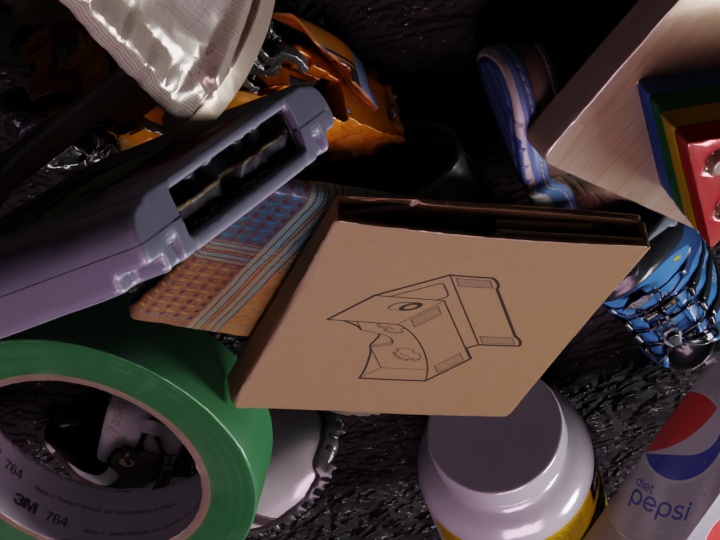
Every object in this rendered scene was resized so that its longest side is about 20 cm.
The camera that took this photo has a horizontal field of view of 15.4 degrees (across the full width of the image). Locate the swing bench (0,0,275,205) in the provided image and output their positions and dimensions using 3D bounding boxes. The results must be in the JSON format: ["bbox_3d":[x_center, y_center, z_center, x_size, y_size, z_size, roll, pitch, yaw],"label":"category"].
[{"bbox_3d":[-0.150,-0.124,1.053,0.199,0.130,0.199,-20,152,13],"label":"swing bench"}]

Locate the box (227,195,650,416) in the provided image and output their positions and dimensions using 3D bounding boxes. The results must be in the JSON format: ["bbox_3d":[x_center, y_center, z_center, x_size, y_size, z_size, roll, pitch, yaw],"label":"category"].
[{"bbox_3d":[0.034,0.022,1.360,0.162,0.021,0.200,3,152,-19],"label":"box"}]

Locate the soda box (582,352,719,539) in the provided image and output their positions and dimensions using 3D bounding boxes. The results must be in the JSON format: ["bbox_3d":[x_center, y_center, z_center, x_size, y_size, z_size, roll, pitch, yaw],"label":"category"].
[{"bbox_3d":[0.227,0.116,1.670,0.068,0.063,0.201,22,106,-51],"label":"soda box"}]

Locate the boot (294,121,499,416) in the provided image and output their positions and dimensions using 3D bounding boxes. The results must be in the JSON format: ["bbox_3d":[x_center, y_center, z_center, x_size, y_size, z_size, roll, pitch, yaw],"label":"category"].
[{"bbox_3d":[0.011,0.003,1.444,0.181,0.073,0.200,-26,154,16],"label":"boot"}]

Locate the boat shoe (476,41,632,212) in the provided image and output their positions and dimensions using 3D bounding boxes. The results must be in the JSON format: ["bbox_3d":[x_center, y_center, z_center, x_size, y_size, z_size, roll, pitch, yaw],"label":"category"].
[{"bbox_3d":[0.108,-0.075,1.348,0.072,0.073,0.200,-21,163,5],"label":"boat shoe"}]

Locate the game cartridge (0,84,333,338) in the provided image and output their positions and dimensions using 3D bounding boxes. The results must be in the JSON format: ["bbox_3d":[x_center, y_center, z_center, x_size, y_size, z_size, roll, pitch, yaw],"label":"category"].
[{"bbox_3d":[-0.103,-0.022,1.128,0.133,0.041,0.200,-24,-171,27],"label":"game cartridge"}]

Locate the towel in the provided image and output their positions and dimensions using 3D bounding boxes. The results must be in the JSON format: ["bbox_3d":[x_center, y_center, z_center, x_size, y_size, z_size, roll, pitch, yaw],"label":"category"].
[{"bbox_3d":[0.000,0.000,1.355,0.199,0.022,0.147,10,147,-31],"label":"towel"}]

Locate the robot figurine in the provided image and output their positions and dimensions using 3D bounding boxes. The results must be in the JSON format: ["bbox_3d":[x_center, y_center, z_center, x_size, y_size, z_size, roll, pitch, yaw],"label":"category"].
[{"bbox_3d":[-0.076,-0.082,1.250,0.145,0.059,0.200,-28,151,27],"label":"robot figurine"}]

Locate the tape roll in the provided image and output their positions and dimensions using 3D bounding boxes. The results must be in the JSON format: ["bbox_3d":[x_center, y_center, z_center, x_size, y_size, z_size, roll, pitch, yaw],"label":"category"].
[{"bbox_3d":[-0.149,0.092,1.471,0.199,0.048,0.201,8,136,7],"label":"tape roll"}]

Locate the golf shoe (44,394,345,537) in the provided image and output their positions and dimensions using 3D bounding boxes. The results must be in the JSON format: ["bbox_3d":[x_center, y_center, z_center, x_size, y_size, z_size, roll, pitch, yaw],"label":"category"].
[{"bbox_3d":[-0.102,0.107,1.553,0.199,0.078,0.094,-12,145,38],"label":"golf shoe"}]

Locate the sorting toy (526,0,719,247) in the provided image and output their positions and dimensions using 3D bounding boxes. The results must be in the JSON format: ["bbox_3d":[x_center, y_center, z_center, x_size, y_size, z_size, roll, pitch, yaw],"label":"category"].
[{"bbox_3d":[0.214,-0.090,1.279,0.198,0.070,0.200,19,118,-48],"label":"sorting toy"}]

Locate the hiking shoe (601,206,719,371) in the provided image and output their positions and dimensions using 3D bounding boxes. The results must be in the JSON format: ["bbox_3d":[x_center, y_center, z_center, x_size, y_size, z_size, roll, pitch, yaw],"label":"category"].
[{"bbox_3d":[0.169,0.010,1.452,0.074,0.087,0.200,-29,172,16],"label":"hiking shoe"}]

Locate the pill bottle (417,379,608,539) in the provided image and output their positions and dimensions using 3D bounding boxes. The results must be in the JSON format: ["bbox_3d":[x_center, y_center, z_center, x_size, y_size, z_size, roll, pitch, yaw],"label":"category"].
[{"bbox_3d":[0.097,0.136,1.697,0.112,0.113,0.200,-15,154,3],"label":"pill bottle"}]
